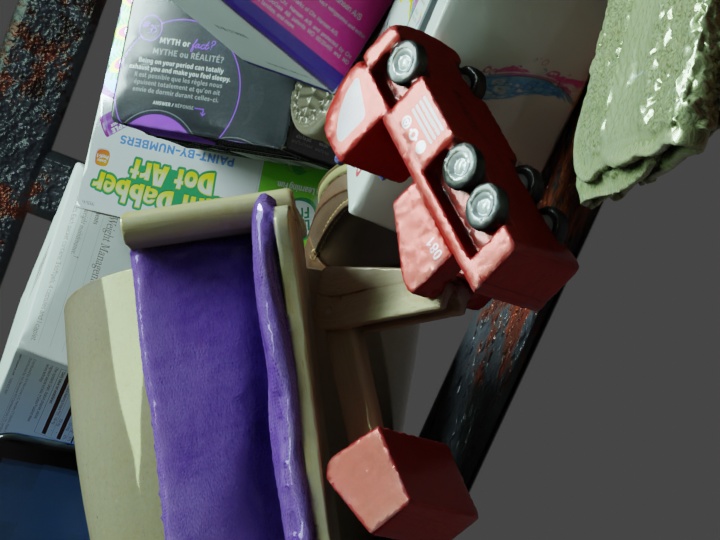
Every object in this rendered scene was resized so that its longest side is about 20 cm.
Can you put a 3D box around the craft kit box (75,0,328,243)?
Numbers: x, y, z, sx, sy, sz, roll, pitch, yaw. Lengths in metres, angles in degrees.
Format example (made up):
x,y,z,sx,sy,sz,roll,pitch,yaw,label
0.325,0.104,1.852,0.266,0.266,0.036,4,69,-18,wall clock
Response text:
x,y,z,sx,sy,sz,roll,pitch,yaw,label
-0.071,-0.115,1.404,0.048,0.199,0.199,8,-86,-65,craft kit box

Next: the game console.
x,y,z,sx,sy,sz,roll,pitch,yaw,label
-0.178,0.213,1.423,0.171,0.118,0.200,54,139,25,game console

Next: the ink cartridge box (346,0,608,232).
x,y,z,sx,sy,sz,roll,pitch,yaw,label
0.067,-0.124,1.083,0.148,0.085,0.201,-92,26,-64,ink cartridge box

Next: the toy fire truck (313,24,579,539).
x,y,z,sx,sy,sz,roll,pitch,yaw,label
0.023,0.004,0.970,0.141,0.049,0.201,-46,50,25,toy fire truck

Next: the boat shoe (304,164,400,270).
x,y,z,sx,sy,sz,roll,pitch,yaw,label
-0.001,0.000,1.266,0.200,0.072,0.068,116,166,-63,boat shoe

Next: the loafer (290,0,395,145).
x,y,z,sx,sy,sz,roll,pitch,yaw,label
0.038,-0.148,1.218,0.200,0.068,0.076,-54,34,1,loafer

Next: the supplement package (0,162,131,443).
x,y,z,sx,sy,sz,roll,pitch,yaw,label
-0.140,0.067,1.499,0.192,0.199,0.147,-81,16,-48,supplement package

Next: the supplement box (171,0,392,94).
x,y,z,sx,sy,sz,roll,pitch,yaw,label
-0.017,-0.213,1.189,0.201,0.103,0.101,-57,35,-6,supplement box

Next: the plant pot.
x,y,z,sx,sy,sz,roll,pitch,yaw,label
-0.064,0.121,1.114,0.187,0.186,0.201,132,142,-66,plant pot

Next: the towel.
x,y,z,sx,sy,sz,roll,pitch,yaw,label
0.134,-0.126,0.857,0.148,0.036,0.201,147,142,-73,towel

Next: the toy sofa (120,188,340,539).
x,y,z,sx,sy,sz,roll,pitch,yaw,label
-0.057,0.068,0.994,0.098,0.082,0.201,53,-151,-82,toy sofa

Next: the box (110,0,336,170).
x,y,z,sx,sy,sz,roll,pitch,yaw,label
-0.060,-0.171,1.323,0.106,0.122,0.201,13,-92,-68,box
